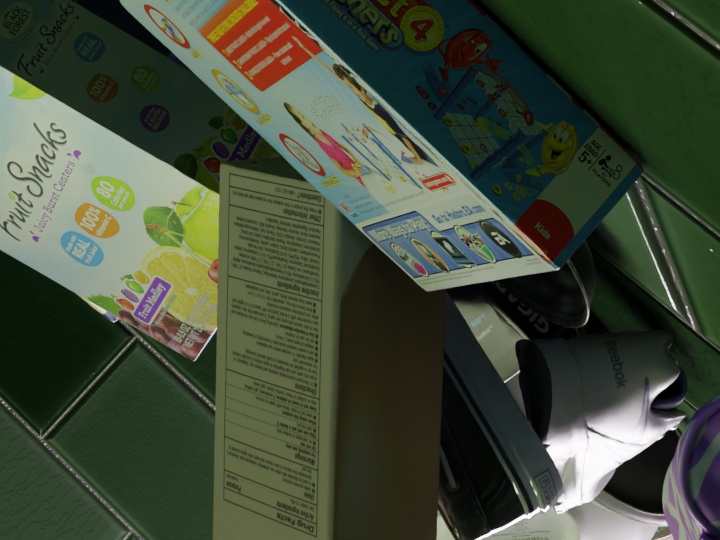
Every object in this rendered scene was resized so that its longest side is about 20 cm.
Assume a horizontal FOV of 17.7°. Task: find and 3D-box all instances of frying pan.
[{"bbox_3d":[0.070,-0.010,1.152,0.115,0.031,0.190,46,166,9],"label":"frying pan"}]

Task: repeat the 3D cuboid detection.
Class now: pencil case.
[{"bbox_3d":[0.181,0.102,1.083,0.084,0.086,0.200,40,175,12],"label":"pencil case"}]

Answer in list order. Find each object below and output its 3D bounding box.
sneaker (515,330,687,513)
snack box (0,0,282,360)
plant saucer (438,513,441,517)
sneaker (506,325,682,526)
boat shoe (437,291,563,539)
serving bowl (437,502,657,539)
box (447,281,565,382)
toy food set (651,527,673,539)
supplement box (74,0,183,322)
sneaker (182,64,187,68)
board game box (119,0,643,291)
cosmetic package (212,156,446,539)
[{"bbox_3d":[0.133,0.080,1.244,0.200,0.087,0.075,67,-169,-74],"label":"sneaker"},{"bbox_3d":[-0.141,-0.055,1.275,0.200,0.068,0.169,31,146,-3],"label":"snack box"},{"bbox_3d":[0.012,0.064,1.455,0.200,0.050,0.200,27,141,24],"label":"plant saucer"},{"bbox_3d":[0.132,0.080,1.378,0.200,0.075,0.106,44,175,-2],"label":"sneaker"},{"bbox_3d":[0.026,0.056,1.193,0.200,0.071,0.072,54,165,39],"label":"boat shoe"},{"bbox_3d":[0.105,0.152,1.536,0.200,0.200,0.066,45,-148,-25],"label":"serving bowl"},{"bbox_3d":[0.000,0.000,1.322,0.199,0.050,0.200,46,145,-2],"label":"box"},{"bbox_3d":[0.182,0.138,1.719,0.200,0.060,0.144,49,-179,25],"label":"toy food set"},{"bbox_3d":[-0.183,-0.103,1.614,0.134,0.200,0.200,42,177,24],"label":"supplement box"},{"bbox_3d":[-0.113,-0.094,1.446,0.060,0.104,0.200,48,-170,-12],"label":"sneaker"},{"bbox_3d":[0.000,-0.080,0.963,0.196,0.056,0.200,44,169,-8],"label":"board game box"},{"bbox_3d":[-0.016,0.048,1.136,0.071,0.200,0.105,-6,-166,-37],"label":"cosmetic package"}]
